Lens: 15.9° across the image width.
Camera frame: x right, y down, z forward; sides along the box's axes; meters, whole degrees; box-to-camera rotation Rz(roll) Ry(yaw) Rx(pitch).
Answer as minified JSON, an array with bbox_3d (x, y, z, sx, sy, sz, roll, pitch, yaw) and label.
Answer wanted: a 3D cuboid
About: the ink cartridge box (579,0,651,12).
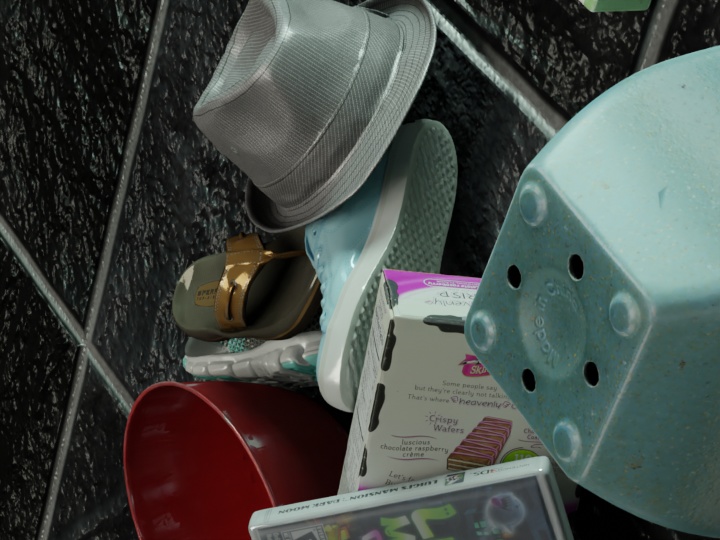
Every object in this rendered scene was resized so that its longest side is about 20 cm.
[{"bbox_3d":[0.112,-0.258,1.455,0.200,0.048,0.146,51,136,40],"label":"ink cartridge box"}]

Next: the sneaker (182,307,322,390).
[{"bbox_3d":[-0.055,0.034,1.774,0.200,0.077,0.092,-9,71,56],"label":"sneaker"}]

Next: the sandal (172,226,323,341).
[{"bbox_3d":[-0.077,0.002,1.704,0.200,0.054,0.082,-9,63,55],"label":"sandal"}]

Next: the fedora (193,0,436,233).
[{"bbox_3d":[-0.043,-0.117,1.615,0.177,0.090,0.200,-60,19,-2],"label":"fedora"}]

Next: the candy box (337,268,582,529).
[{"bbox_3d":[0.063,0.104,1.520,0.061,0.136,0.201,-103,22,-60],"label":"candy box"}]

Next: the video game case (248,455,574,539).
[{"bbox_3d":[0.049,0.213,1.512,0.023,0.181,0.201,-72,-33,-63],"label":"video game case"}]

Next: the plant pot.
[{"bbox_3d":[0.170,0.015,1.283,0.197,0.199,0.196,53,138,37],"label":"plant pot"}]

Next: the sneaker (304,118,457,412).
[{"bbox_3d":[0.000,0.000,1.591,0.082,0.074,0.201,-5,53,37],"label":"sneaker"}]

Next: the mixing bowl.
[{"bbox_3d":[-0.064,0.155,1.747,0.200,0.108,0.201,30,129,44],"label":"mixing bowl"}]
